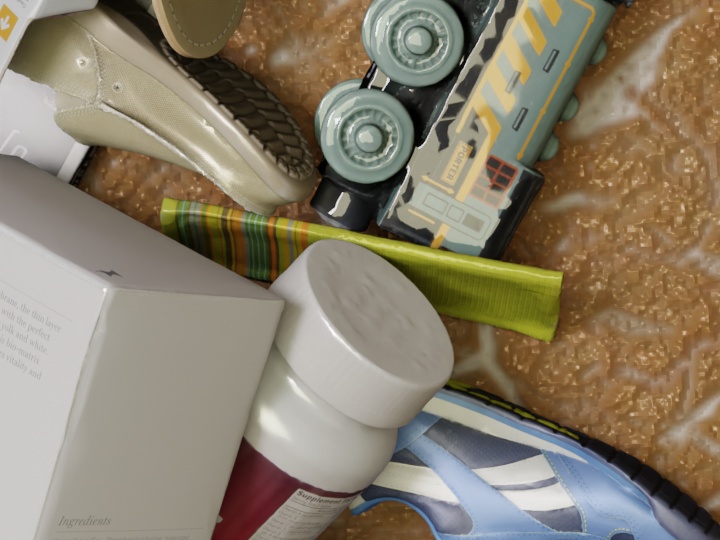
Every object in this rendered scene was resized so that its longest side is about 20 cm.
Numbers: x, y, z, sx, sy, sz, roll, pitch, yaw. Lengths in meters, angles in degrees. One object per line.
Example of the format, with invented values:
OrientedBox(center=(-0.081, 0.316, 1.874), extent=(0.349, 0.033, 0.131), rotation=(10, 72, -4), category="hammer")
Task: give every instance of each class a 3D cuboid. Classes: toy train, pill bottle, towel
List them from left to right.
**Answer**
OrientedBox(center=(-0.052, 0.083, 1.398), extent=(0.110, 0.110, 0.200), rotation=(44, 118, 2), category="pill bottle")
OrientedBox(center=(0.000, 0.000, 1.428), extent=(0.199, 0.086, 0.018), rotation=(11, 75, 5), category="towel")
OrientedBox(center=(0.055, -0.099, 1.423), extent=(0.114, 0.085, 0.201), rotation=(27, 94, -8), category="toy train")

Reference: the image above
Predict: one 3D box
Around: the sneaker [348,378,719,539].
OrientedBox(center=(0.084, 0.115, 1.434), extent=(0.199, 0.074, 0.083), rotation=(22, 93, 14), category="sneaker")

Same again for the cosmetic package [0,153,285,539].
OrientedBox(center=(-0.165, 0.066, 1.343), extent=(0.199, 0.123, 0.201), rotation=(27, 106, 38), category="cosmetic package")

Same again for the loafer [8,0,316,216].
OrientedBox(center=(-0.106, -0.084, 1.416), extent=(0.200, 0.076, 0.068), rotation=(39, 108, 19), category="loafer")

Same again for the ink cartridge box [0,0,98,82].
OrientedBox(center=(-0.173, -0.216, 1.398), extent=(0.196, 0.043, 0.201), rotation=(45, 116, 35), category="ink cartridge box")

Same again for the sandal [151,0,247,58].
OrientedBox(center=(-0.104, -0.205, 1.411), extent=(0.069, 0.077, 0.213), rotation=(-4, 90, 39), category="sandal")

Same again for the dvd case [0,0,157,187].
OrientedBox(center=(-0.193, -0.108, 1.474), extent=(0.150, 0.025, 0.201), rotation=(30, 96, 4), category="dvd case")
